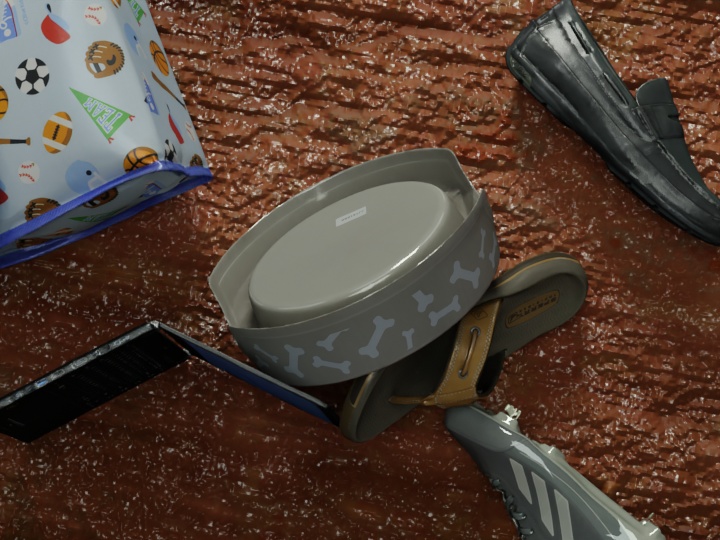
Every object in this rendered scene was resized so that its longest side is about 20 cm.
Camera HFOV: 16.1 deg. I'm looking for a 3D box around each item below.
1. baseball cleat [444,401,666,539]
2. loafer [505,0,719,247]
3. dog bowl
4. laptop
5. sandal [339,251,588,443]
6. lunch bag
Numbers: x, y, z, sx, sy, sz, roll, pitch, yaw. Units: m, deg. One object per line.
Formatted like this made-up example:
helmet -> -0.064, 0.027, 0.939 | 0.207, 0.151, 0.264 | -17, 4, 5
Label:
baseball cleat -> 0.120, 0.171, 1.663 | 0.200, 0.070, 0.107 | 36, 86, 8
loafer -> 0.183, -0.098, 1.694 | 0.070, 0.068, 0.201 | -46, 78, 6
dog bowl -> 0.000, 0.000, 1.640 | 0.200, 0.200, 0.059 | -27, 114, 0
laptop -> -0.124, 0.097, 1.635 | 0.200, 0.177, 0.104 | -28, 81, -1
sandal -> 0.074, 0.056, 1.655 | 0.200, 0.082, 0.055 | -25, 51, -24
lunch bag -> -0.228, -0.099, 1.701 | 0.200, 0.124, 0.171 | -22, 81, 15
